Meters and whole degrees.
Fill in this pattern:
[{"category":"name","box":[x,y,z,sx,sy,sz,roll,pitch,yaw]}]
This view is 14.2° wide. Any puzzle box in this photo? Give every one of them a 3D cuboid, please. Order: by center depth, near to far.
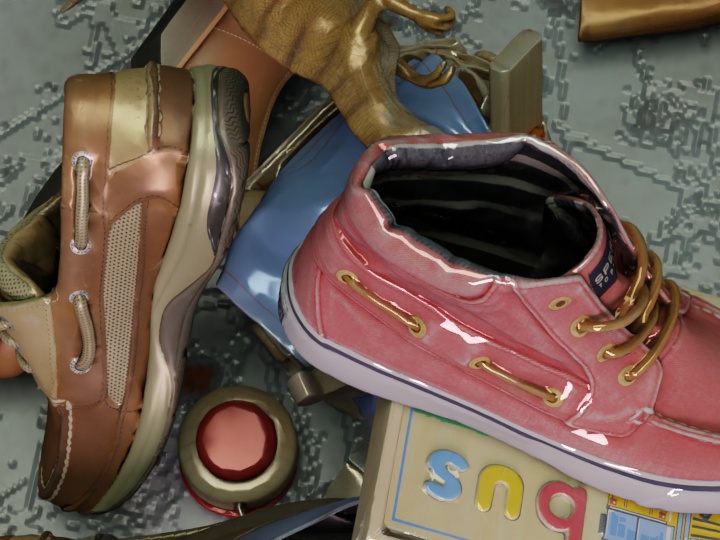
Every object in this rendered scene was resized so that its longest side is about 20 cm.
[{"category":"puzzle box","box":[0.101,0.066,0.997,0.199,0.025,0.133,16,60,-10]}]

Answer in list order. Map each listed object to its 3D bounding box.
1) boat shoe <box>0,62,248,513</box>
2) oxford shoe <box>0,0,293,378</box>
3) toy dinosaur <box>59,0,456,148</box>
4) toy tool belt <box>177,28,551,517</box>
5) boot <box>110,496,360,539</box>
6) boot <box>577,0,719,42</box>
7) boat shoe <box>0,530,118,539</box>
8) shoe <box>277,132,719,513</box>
[{"category":"boat shoe","box":[-0.096,0.003,1.041,0.074,0.200,0.076,9,39,-14]},{"category":"oxford shoe","box":[-0.082,-0.032,1.121,0.071,0.071,0.200,39,82,-12]},{"category":"toy dinosaur","box":[-0.026,-0.102,1.049,0.106,0.060,0.200,-46,54,-8]},{"category":"toy tool belt","box":[0.000,0.000,1.079,0.125,0.123,0.200,40,79,11]},{"category":"boot","box":[-0.067,0.120,1.001,0.200,0.097,0.075,-21,83,-25]},{"category":"boot","box":[0.185,-0.107,1.136,0.199,0.068,0.189,-2,74,1]},{"category":"boat shoe","box":[-0.137,0.190,1.059,0.074,0.076,0.200,10,66,9]},{"category":"shoe","box":[0.077,0.017,0.946,0.200,0.091,0.072,18,59,-8]}]
